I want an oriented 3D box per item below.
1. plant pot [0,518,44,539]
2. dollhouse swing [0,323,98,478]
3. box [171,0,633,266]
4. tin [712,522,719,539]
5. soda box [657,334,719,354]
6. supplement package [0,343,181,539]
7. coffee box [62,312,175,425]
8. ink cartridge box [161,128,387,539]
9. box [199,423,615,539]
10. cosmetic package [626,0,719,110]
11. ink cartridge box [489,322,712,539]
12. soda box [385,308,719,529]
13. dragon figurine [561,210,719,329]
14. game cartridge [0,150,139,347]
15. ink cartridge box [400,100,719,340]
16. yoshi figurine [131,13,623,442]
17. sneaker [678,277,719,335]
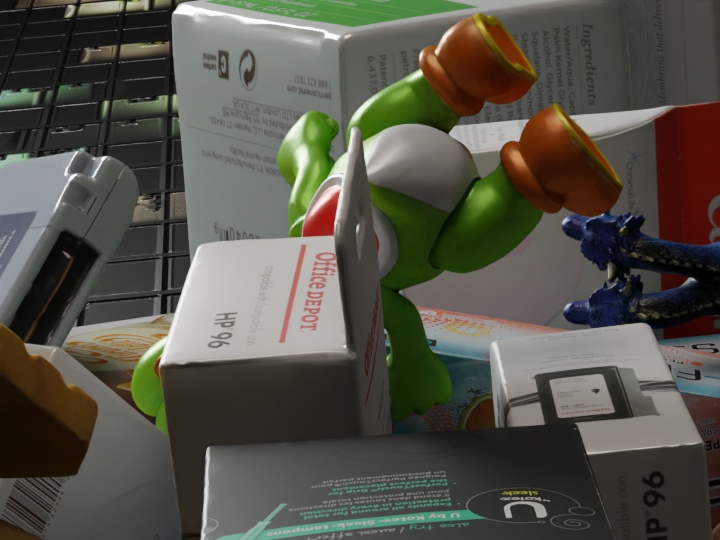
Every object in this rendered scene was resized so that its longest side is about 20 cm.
[{"bbox_3d":[-0.173,0.135,0.915,0.199,0.187,0.186,7,14,2],"label":"plant pot"},{"bbox_3d":[-0.193,-0.023,0.971,0.175,0.200,0.183,-19,52,23],"label":"dollhouse swing"},{"bbox_3d":[0.024,-0.046,1.492,0.171,0.201,0.199,-10,13,-27],"label":"box"},{"bbox_3d":[0.222,0.091,1.036,0.199,0.042,0.112,-16,16,-13],"label":"tin"},{"bbox_3d":[0.147,0.067,1.274,0.199,0.064,0.068,-4,13,-1],"label":"soda box"},{"bbox_3d":[-0.180,0.093,1.099,0.199,0.114,0.110,5,-26,36],"label":"supplement package"},{"bbox_3d":[-0.093,0.082,1.260,0.114,0.080,0.200,-9,14,-16],"label":"coffee box"},{"bbox_3d":[-0.025,0.063,1.004,0.067,0.201,0.116,-4,20,4],"label":"ink cartridge box"},{"bbox_3d":[0.017,0.143,0.825,0.124,0.149,0.200,-4,14,-1],"label":"box"},{"bbox_3d":[0.119,-0.093,1.652,0.199,0.201,0.123,0,14,19],"label":"cosmetic package"},{"bbox_3d":[0.089,0.102,1.040,0.067,0.117,0.200,-6,14,1],"label":"ink cartridge box"},{"bbox_3d":[0.099,0.066,1.185,0.199,0.064,0.068,8,14,4],"label":"soda box"},{"bbox_3d":[0.178,0.015,1.149,0.199,0.059,0.099,14,15,23],"label":"dragon figurine"},{"bbox_3d":[-0.175,0.041,1.265,0.041,0.201,0.133,33,-15,-18],"label":"game cartridge"},{"bbox_3d":[0.117,0.008,1.309,0.199,0.163,0.057,-4,24,5],"label":"ink cartridge box"},{"bbox_3d":[0.002,-0.001,1.112,0.200,0.112,0.113,-40,27,8],"label":"yoshi figurine"},{"bbox_3d":[0.129,0.009,1.375,0.199,0.076,0.088,-1,-25,-22],"label":"sneaker"}]
